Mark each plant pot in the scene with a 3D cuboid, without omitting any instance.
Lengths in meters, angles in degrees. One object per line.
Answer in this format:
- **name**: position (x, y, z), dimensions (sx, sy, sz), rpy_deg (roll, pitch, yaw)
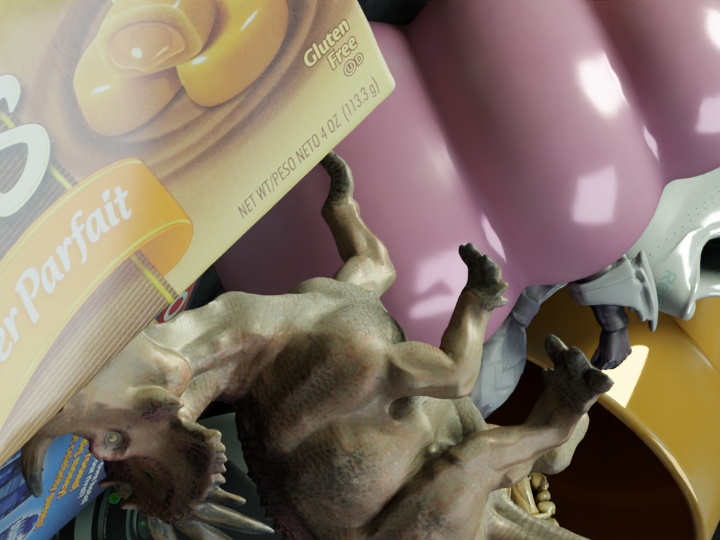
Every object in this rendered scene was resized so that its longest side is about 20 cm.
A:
- **plant pot**: position (0.098, 0.016, 1.132), dimensions (0.184, 0.199, 0.201), rpy_deg (-59, 172, -29)

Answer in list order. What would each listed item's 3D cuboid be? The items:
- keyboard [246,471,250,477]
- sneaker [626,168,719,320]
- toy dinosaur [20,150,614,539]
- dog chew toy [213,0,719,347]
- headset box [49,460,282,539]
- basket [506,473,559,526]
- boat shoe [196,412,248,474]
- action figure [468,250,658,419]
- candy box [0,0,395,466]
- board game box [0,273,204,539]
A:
- **keyboard**: position (0.000, 0.000, 0.944), dimensions (0.201, 0.021, 0.127), rpy_deg (-65, -162, -15)
- **sneaker**: position (0.171, -0.030, 1.032), dimensions (0.199, 0.088, 0.076), rpy_deg (-29, 142, -34)
- **toy dinosaur**: position (-0.004, 0.057, 0.730), dimensions (0.136, 0.200, 0.086), rpy_deg (-48, -164, -7)
- **dog chew toy**: position (0.045, -0.043, 0.827), dimensions (0.199, 0.125, 0.125), rpy_deg (-25, 167, 6)
- **headset box**: position (-0.090, 0.149, 0.865), dimensions (0.174, 0.199, 0.093), rpy_deg (-46, 149, -15)
- **basket**: position (-0.020, 0.149, 1.053), dimensions (0.148, 0.144, 0.200), rpy_deg (5, 142, -27)
- **boat shoe**: position (-0.090, 0.133, 1.077), dimensions (0.200, 0.071, 0.064), rpy_deg (-47, 167, 20)
- **action figure**: position (0.045, 0.027, 0.931), dimensions (0.130, 0.069, 0.201), rpy_deg (-4, -125, 60)
- **candy box**: position (-0.092, -0.028, 0.573), dimensions (0.200, 0.055, 0.116), rpy_deg (-44, 131, -19)
- **board game box**: position (-0.109, 0.029, 0.755), dimensions (0.200, 0.062, 0.201), rpy_deg (-36, 160, -48)
